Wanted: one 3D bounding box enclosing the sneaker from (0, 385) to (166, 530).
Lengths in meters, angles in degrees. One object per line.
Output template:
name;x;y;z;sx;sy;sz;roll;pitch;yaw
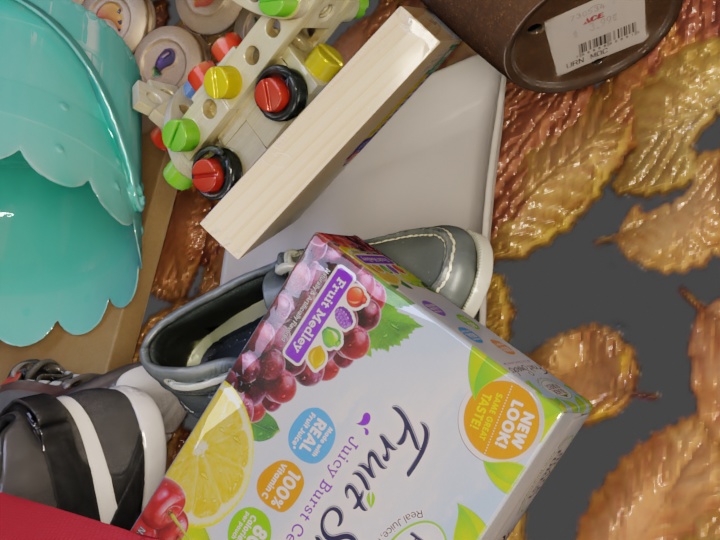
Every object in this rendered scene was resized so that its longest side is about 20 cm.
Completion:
sneaker;-0.157;0.159;1.049;0.073;0.112;0.200;-2;89;51

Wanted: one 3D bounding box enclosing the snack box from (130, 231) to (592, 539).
snack box;-0.010;0.104;0.950;0.142;0.053;0.200;35;102;18

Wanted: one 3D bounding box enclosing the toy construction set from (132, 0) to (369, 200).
toy construction set;-0.070;-0.116;1.137;0.131;0.092;0.200;54;137;20

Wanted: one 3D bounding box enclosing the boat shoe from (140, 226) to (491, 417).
boat shoe;-0.025;0.024;1.021;0.200;0.062;0.073;-23;50;38

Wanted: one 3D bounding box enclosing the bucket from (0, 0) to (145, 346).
bucket;-0.219;-0.063;1.210;0.207;0.207;0.135;-26;47;36

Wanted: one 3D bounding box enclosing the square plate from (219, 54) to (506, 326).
square plate;0.000;0.000;1.095;0.200;0.028;0.198;-20;52;40

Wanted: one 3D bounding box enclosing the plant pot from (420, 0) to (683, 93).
plant pot;0.077;-0.192;1.038;0.187;0.187;0.200;-38;58;25

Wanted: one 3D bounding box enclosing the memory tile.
memory tile;-0.106;-0.179;1.261;0.200;0.017;0.153;37;101;24

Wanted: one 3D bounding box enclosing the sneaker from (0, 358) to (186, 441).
sneaker;-0.180;0.080;1.194;0.200;0.077;0.082;-28;59;34

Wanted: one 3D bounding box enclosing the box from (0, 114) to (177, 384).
box;-0.176;-0.013;1.306;0.163;0.021;0.200;-9;59;45

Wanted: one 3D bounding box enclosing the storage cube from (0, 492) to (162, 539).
storage cube;-0.191;0.210;0.922;0.180;0.171;0.200;10;30;37

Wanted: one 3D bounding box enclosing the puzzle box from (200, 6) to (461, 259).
puzzle box;-0.009;-0.070;1.010;0.133;0.025;0.200;-47;0;8

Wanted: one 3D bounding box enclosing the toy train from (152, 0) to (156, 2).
toy train;-0.142;-0.254;1.353;0.200;0.114;0.085;-44;41;20
